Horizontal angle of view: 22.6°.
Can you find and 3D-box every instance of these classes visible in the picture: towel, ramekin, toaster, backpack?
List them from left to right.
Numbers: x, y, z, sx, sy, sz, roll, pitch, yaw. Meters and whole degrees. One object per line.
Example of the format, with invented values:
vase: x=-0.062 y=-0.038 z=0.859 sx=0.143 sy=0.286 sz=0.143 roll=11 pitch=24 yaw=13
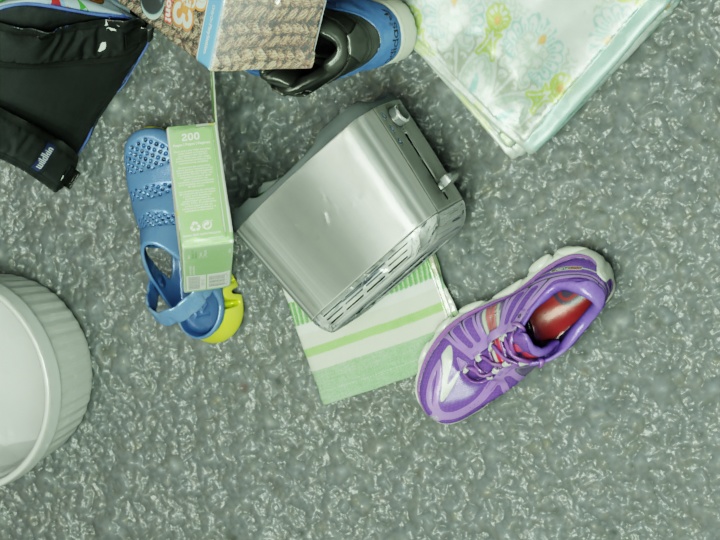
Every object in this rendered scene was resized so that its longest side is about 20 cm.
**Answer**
ramekin: x=-0.343 y=0.095 z=1.663 sx=0.199 sy=0.105 sz=0.201 roll=4 pitch=100 yaw=23
backpack: x=-0.303 y=-0.188 z=1.556 sx=0.154 sy=0.190 sz=0.200 roll=43 pitch=113 yaw=29
toaster: x=-0.011 y=-0.040 z=1.467 sx=0.200 sy=0.114 sz=0.129 roll=-41 pitch=84 yaw=26
towel: x=0.000 y=0.000 z=1.544 sx=0.152 sy=0.023 sz=0.201 roll=-19 pitch=91 yaw=26
towel: x=0.138 y=-0.212 z=1.435 sx=0.171 sy=0.048 sz=0.200 roll=47 pitch=113 yaw=10

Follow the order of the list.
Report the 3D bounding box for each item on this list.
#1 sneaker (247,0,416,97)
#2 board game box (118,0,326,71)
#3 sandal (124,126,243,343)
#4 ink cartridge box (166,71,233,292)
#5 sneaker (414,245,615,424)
sneaker: x=-0.063 y=-0.187 z=1.473 sx=0.199 sy=0.111 sz=0.077 roll=7 pitch=109 yaw=39
board game box: x=-0.113 y=-0.264 z=1.373 sx=0.200 sy=0.097 sz=0.160 roll=38 pitch=123 yaw=42
sandal: x=-0.163 y=-0.030 z=1.576 sx=0.079 sy=0.087 sz=0.201 roll=-20 pitch=88 yaw=27
ink cartridge box: x=-0.136 y=-0.097 z=1.492 sx=0.048 sy=0.146 sz=0.201 roll=-7 pitch=76 yaw=-6
sneaker: x=0.119 y=0.056 z=1.455 sx=0.081 sy=0.083 sz=0.200 roll=44 pitch=112 yaw=-8
